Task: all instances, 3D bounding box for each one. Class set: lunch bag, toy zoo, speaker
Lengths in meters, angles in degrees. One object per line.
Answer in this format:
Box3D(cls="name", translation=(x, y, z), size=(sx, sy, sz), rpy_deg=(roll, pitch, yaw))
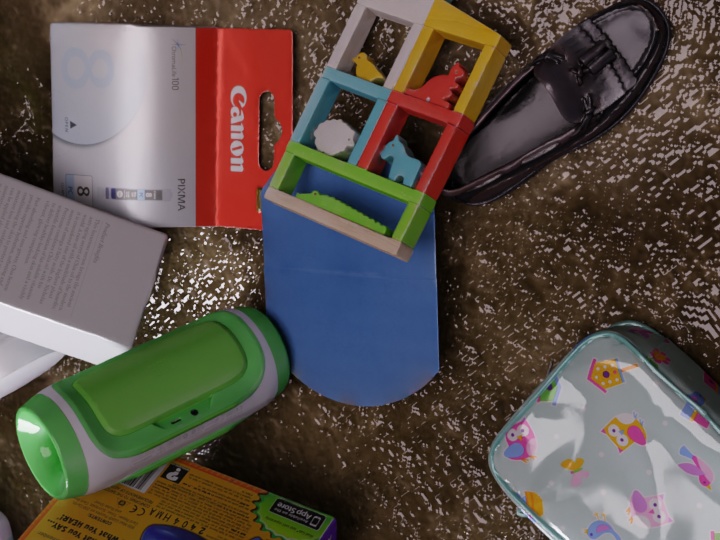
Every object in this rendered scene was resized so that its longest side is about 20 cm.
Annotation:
Box3D(cls="lunch bag", translation=(0.195, 0.143, 1.057), size=(0.200, 0.077, 0.161), rpy_deg=(44, 114, 12))
Box3D(cls="toy zoo", translation=(0.024, -0.119, 1.079), size=(0.131, 0.020, 0.201), rpy_deg=(25, 88, 35))
Box3D(cls="speaker", translation=(-0.152, 0.096, 1.131), size=(0.088, 0.200, 0.089), rpy_deg=(32, 134, 40))

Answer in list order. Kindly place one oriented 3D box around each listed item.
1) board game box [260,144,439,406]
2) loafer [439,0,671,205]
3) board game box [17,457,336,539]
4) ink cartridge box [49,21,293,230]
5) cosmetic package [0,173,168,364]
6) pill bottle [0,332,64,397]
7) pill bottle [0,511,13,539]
Box3D(cls="board game box", translation=(0.000, 0.000, 1.141), size=(0.157, 0.039, 0.201), rpy_deg=(4, 101, 34))
Box3D(cls="loafer", translation=(0.131, -0.112, 1.052), size=(0.200, 0.063, 0.072), rpy_deg=(-41, 81, 24))
Box3D(cls="board game box", translation=(-0.149, 0.283, 1.126), size=(0.199, 0.200, 0.201), rpy_deg=(18, 133, 20))
Box3D(cls="ink cartridge box", translation=(-0.150, -0.112, 1.184), size=(0.199, 0.047, 0.161), rpy_deg=(6, 100, 25))
Box3D(cls="cosmetic package", translation=(-0.261, -0.007, 1.166), size=(0.199, 0.071, 0.102), rpy_deg=(21, 65, -13))
Box3D(cls="pill bottle", translation=(-0.331, 0.005, 1.243), size=(0.119, 0.120, 0.200), rpy_deg=(-35, 84, 24))
Box3D(cls="pill bottle", translation=(-0.344, 0.278, 1.296), size=(0.110, 0.111, 0.201), rpy_deg=(-11, 94, 25))
